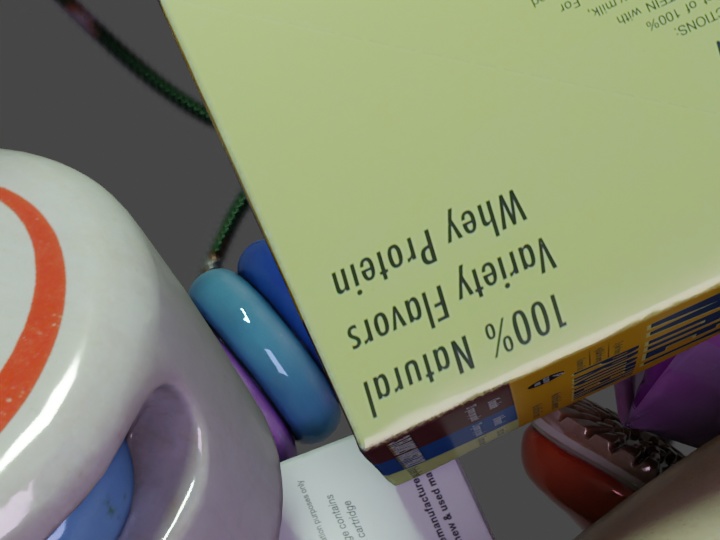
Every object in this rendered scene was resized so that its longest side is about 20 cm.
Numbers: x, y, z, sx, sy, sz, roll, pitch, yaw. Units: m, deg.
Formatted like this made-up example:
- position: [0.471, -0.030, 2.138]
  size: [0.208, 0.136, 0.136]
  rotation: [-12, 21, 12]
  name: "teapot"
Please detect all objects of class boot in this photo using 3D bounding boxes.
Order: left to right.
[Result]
- position: [0.119, 0.134, 0.975]
  size: [0.200, 0.075, 0.107]
  rotation: [42, 98, -12]
  name: "boot"

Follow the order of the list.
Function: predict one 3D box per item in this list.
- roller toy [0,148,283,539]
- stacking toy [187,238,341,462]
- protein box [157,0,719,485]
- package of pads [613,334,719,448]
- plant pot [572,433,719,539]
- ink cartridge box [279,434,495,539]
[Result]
- position: [-0.128, 0.058, 0.794]
  size: [0.182, 0.200, 0.140]
  rotation: [-21, 134, 10]
  name: "roller toy"
- position: [0.000, 0.000, 0.931]
  size: [0.200, 0.085, 0.085]
  rotation: [-40, 104, -8]
  name: "stacking toy"
- position: [0.053, -0.067, 0.815]
  size: [0.198, 0.135, 0.201]
  rotation: [-25, 80, 1]
  name: "protein box"
- position: [0.205, 0.030, 0.947]
  size: [0.199, 0.076, 0.121]
  rotation: [17, 135, -12]
  name: "package of pads"
- position: [0.166, 0.110, 0.828]
  size: [0.200, 0.187, 0.187]
  rotation: [-46, 104, -16]
  name: "plant pot"
- position: [-0.044, 0.150, 0.906]
  size: [0.199, 0.083, 0.147]
  rotation: [-21, 143, -6]
  name: "ink cartridge box"
